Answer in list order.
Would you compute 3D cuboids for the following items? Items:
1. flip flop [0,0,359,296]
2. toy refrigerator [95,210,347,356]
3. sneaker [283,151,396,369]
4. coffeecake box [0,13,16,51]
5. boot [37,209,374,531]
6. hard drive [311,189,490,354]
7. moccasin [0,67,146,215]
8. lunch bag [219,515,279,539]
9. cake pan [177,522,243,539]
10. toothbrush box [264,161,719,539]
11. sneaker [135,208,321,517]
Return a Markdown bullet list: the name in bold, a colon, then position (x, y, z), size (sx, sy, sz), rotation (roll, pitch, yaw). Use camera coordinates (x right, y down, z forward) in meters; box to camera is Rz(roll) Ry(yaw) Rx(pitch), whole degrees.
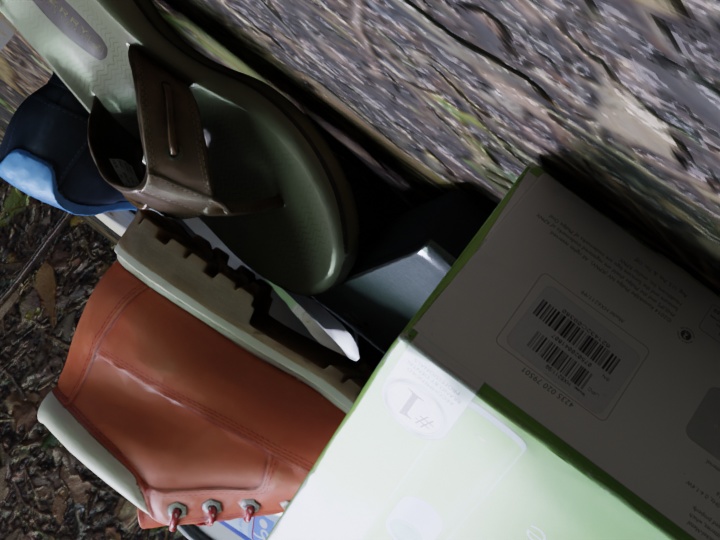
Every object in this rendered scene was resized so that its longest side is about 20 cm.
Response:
- **flip flop**: position (-0.084, -0.060, 0.810), size (0.200, 0.058, 0.081), rotation (44, 139, 2)
- **toy refrigerator**: position (-0.069, -0.026, 1.061), size (0.200, 0.076, 0.070), rotation (34, 174, 38)
- **sneaker**: position (0.000, 0.000, 0.945), size (0.201, 0.076, 0.115), rotation (50, 178, -30)
- **coffeecake box**: position (-0.274, -0.112, 0.996), size (0.153, 0.201, 0.073), rotation (35, 174, 24)
- **boot**: position (-0.035, 0.075, 0.823), size (0.199, 0.108, 0.075), rotation (35, -176, 9)
- **hard drive**: position (0.084, 0.051, 0.813), size (0.200, 0.033, 0.139), rotation (38, 162, -10)
- **moccasin**: position (-0.107, -0.069, 0.952), size (0.080, 0.069, 0.200), rotation (26, -169, -1)
- **lunch bag**: position (0.010, 0.087, 1.064), size (0.160, 0.076, 0.199), rotation (26, -151, 33)
- **cake pan**: position (-0.045, 0.066, 1.157), size (0.037, 0.201, 0.200), rotation (-4, 146, 42)
- **toothbrush box**: position (0.059, 0.084, 0.667), size (0.145, 0.086, 0.200), rotation (37, 146, 3)
- **sneaker**: position (-0.051, 0.050, 0.896), size (0.200, 0.079, 0.078), rotation (50, 176, 19)
